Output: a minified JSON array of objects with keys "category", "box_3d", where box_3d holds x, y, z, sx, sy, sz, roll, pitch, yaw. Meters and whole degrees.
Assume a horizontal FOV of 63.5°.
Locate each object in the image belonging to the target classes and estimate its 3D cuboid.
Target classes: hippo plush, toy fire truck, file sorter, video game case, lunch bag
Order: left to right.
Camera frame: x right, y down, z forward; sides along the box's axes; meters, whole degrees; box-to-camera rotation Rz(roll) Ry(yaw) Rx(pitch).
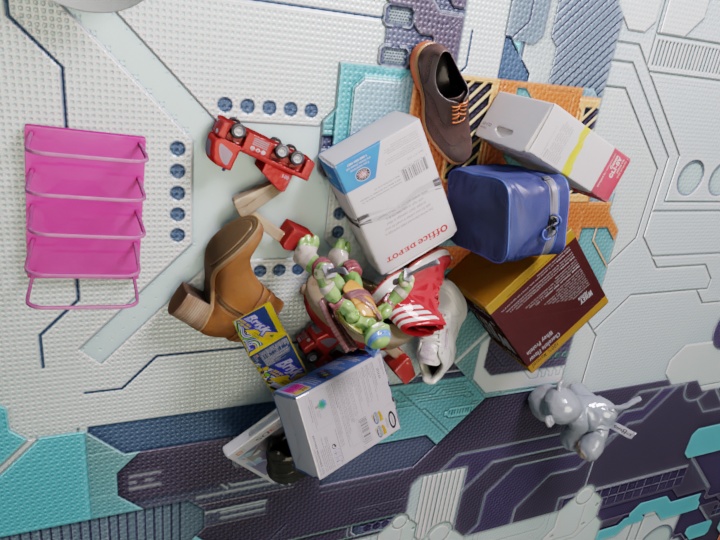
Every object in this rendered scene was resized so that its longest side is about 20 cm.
[{"category":"file sorter","box_3d":[-0.340,-0.062,0.722,0.139,0.125,0.200,1,112,-25]},{"category":"toy fire truck","box_3d":[-0.138,-0.119,0.834,0.200,0.049,0.141,20,105,-30]},{"category":"video game case","box_3d":[-0.116,0.284,1.001,0.182,0.023,0.200,-35,147,-6]},{"category":"toy fire truck","box_3d":[-0.005,0.148,1.009,0.141,0.049,0.200,-37,121,-6]},{"category":"lunch bag","box_3d":[0.242,-0.096,0.929,0.132,0.200,0.136,-10,112,-22]},{"category":"hippo plush","box_3d":[0.444,0.314,1.229,0.160,0.200,0.160,14,85,-21]}]

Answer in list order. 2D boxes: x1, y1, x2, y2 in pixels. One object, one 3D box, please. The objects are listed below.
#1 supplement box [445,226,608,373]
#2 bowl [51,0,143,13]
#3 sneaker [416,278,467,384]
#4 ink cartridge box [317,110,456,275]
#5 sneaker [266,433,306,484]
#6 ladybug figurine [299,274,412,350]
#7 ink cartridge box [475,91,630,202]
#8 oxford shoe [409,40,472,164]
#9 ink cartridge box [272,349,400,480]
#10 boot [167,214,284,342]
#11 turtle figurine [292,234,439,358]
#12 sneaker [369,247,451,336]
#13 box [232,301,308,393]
[{"category":"supplement box","box_3d":[0.303,0.035,1.057,0.197,0.133,0.200,-42,123,-2]},{"category":"bowl","box_3d":[-0.288,-0.382,0.596,0.200,0.091,0.201,2,141,1]},{"category":"sneaker","box_3d":[0.142,0.112,1.034,0.100,0.075,0.200,-44,138,-57]},{"category":"ink cartridge box","box_3d":[0.045,-0.117,0.896,0.146,0.086,0.200,-31,124,-9]},{"category":"sneaker","box_3d":[-0.064,0.276,0.962,0.200,0.076,0.091,-26,137,-22]},{"category":"ladybug figurine","box_3d":[-0.009,0.070,0.937,0.200,0.136,0.072,25,124,-13]},{"category":"ink cartridge box","box_3d":[0.310,-0.200,0.944,0.200,0.145,0.084,21,102,-31]},{"category":"oxford shoe","box_3d":[0.133,-0.245,0.885,0.071,0.073,0.200,-33,123,-8]},{"category":"ink cartridge box","box_3d":[-0.021,0.212,0.910,0.200,0.076,0.137,-22,103,-34]},{"category":"boot","box_3d":[-0.169,0.021,0.871,0.155,0.074,0.200,31,110,-39]},{"category":"turtle figurine","box_3d":[0.000,0.000,0.812,0.144,0.194,0.200,-25,136,-21]},{"category":"sneaker","box_3d":[0.106,0.044,0.949,0.200,0.116,0.078,-29,168,-40]},{"category":"box","box_3d":[-0.129,0.138,0.903,0.064,0.070,0.200,-28,145,-11]}]
